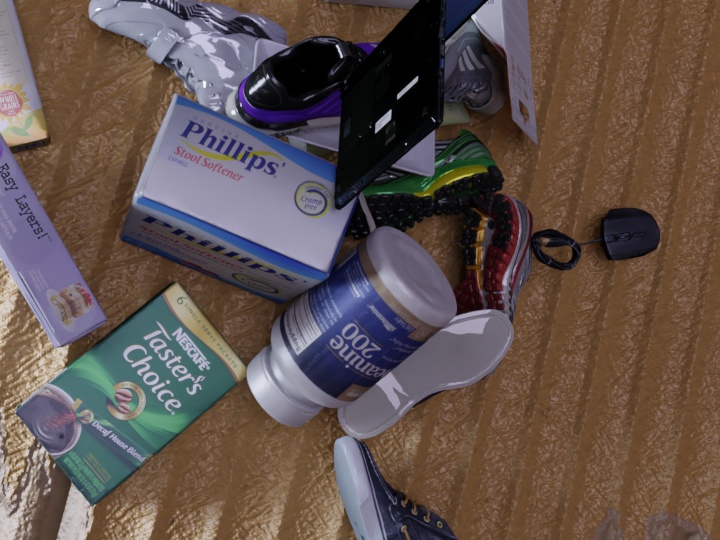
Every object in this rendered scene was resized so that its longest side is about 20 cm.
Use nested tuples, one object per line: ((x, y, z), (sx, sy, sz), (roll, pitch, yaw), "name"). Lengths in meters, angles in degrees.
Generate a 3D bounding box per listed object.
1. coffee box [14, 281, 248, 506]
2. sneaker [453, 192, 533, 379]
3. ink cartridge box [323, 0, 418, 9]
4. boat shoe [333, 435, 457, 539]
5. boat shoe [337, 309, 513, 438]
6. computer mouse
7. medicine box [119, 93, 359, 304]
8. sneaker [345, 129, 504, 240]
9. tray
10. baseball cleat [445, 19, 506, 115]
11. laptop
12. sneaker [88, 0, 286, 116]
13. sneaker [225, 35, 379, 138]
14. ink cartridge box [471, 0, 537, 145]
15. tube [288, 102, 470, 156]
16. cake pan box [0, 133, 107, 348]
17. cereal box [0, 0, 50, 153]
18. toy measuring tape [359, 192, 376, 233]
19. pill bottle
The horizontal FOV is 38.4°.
((-0.220, 0.117, 1.011), (0.200, 0.044, 0.123), (-39, 96, -15), "coffee box")
((0.147, 0.020, 1.100), (0.082, 0.078, 0.201), (1, 104, -52), "sneaker")
((0.034, -0.387, 1.098), (0.145, 0.084, 0.201), (1, 86, -16), "ink cartridge box")
((0.039, 0.253, 1.063), (0.090, 0.071, 0.201), (-20, 98, -17), "boat shoe")
((0.064, 0.101, 1.055), (0.200, 0.060, 0.074), (-36, 98, 3), "boat shoe")
((0.264, -0.035, 1.128), (0.199, 0.034, 0.059), (-11, 93, -36), "computer mouse")
((-0.118, -0.058, 0.970), (0.181, 0.200, 0.103), (23, 76, -12), "medicine box")
((0.045, -0.092, 1.095), (0.199, 0.078, 0.086), (-14, 57, -10), "sneaker")
((-0.017, -0.159, 1.039), (0.199, 0.022, 0.108), (13, 63, -19), "tray")
((0.106, -0.197, 1.067), (0.107, 0.070, 0.200), (49, 37, -11), "baseball cleat")
((0.063, -0.161, 0.866), (0.103, 0.177, 0.201), (13, 66, -23), "laptop")
((-0.175, -0.208, 1.032), (0.199, 0.075, 0.116), (9, 81, -18), "sneaker")
((-0.024, -0.184, 0.973), (0.199, 0.100, 0.070), (-25, 80, -34), "sneaker")
((0.145, -0.241, 1.080), (0.057, 0.162, 0.201), (-1, 87, 19), "ink cartridge box")
((0.019, -0.169, 1.098), (0.199, 0.052, 0.058), (-19, 123, -22), "tube")
((-0.301, -0.025, 0.928), (0.052, 0.184, 0.201), (-31, 93, -19), "cake pan box")
((-0.393, -0.204, 0.991), (0.143, 0.040, 0.201), (-15, 89, -16), "cereal box")
((0.000, 0.000, 1.054), (0.073, 0.074, 0.201), (-28, 112, -15), "toy measuring tape")
((-0.014, 0.060, 0.985), (0.111, 0.111, 0.200), (45, 113, -8), "pill bottle")
